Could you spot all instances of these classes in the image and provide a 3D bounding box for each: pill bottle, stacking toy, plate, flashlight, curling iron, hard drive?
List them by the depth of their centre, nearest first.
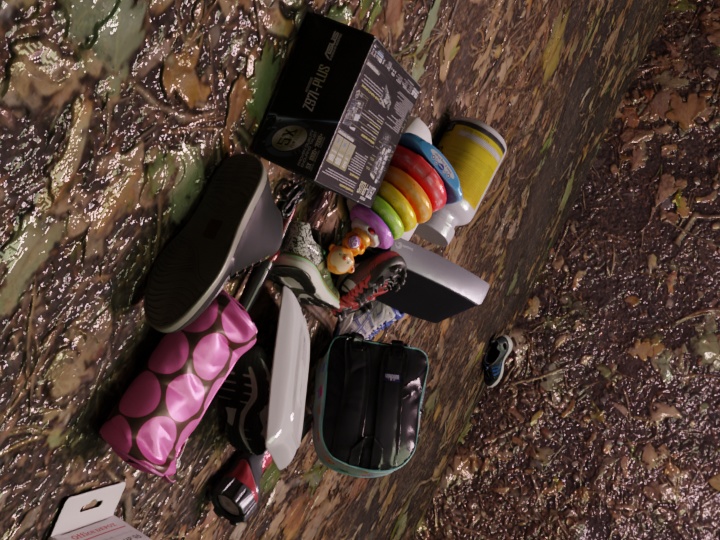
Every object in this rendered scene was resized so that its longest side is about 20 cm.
[{"bbox_3d":[-0.116,-0.018,1.087,0.049,0.025,0.203,22,93,-63],"label":"curling iron"},{"bbox_3d":[0.026,-0.072,1.177,0.200,0.116,0.109,-47,-165,-17],"label":"stacking toy"},{"bbox_3d":[-0.090,0.145,1.191,0.200,0.032,0.204,87,7,-70],"label":"plate"},{"bbox_3d":[-0.136,0.273,1.322,0.200,0.067,0.069,-46,153,-44],"label":"flashlight"},{"bbox_3d":[0.083,0.020,1.380,0.134,0.198,0.043,-28,-133,45],"label":"hard drive"},{"bbox_3d":[0.158,-0.148,1.548,0.202,0.111,0.112,-61,161,-13],"label":"pill bottle"}]

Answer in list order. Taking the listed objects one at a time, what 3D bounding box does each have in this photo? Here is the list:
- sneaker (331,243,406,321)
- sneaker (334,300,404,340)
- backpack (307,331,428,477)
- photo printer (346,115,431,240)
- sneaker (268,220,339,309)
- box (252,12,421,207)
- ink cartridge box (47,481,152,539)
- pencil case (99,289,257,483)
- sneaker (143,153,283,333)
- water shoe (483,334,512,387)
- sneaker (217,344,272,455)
[{"bbox_3d":[0.000,0.000,1.257,0.070,0.099,0.200,-16,171,-24],"label":"sneaker"},{"bbox_3d":[0.022,0.074,1.485,0.075,0.087,0.203,-25,137,-65],"label":"sneaker"},{"bbox_3d":[0.007,0.219,1.422,0.154,0.173,0.203,126,-28,-59],"label":"backpack"},{"bbox_3d":[0.048,-0.121,1.341,0.168,0.069,0.201,-60,161,-18],"label":"photo printer"},{"bbox_3d":[-0.060,-0.006,1.197,0.200,0.076,0.090,64,39,-72],"label":"sneaker"},{"bbox_3d":[-0.021,-0.176,1.055,0.166,0.085,0.200,-67,161,4],"label":"box"},{"bbox_3d":[-0.291,0.337,0.971,0.203,0.067,0.116,-68,162,5],"label":"ink cartridge box"},{"bbox_3d":[-0.183,0.115,0.959,0.202,0.093,0.091,-58,-169,-17],"label":"pencil case"},{"bbox_3d":[-0.138,-0.009,0.940,0.202,0.074,0.107,-61,153,-19],"label":"sneaker"},{"bbox_3d":[0.415,0.288,2.908,0.078,0.072,0.203,-10,129,-35],"label":"water shoe"},{"bbox_3d":[-0.141,0.153,1.185,0.202,0.072,0.081,100,9,-48],"label":"sneaker"}]
